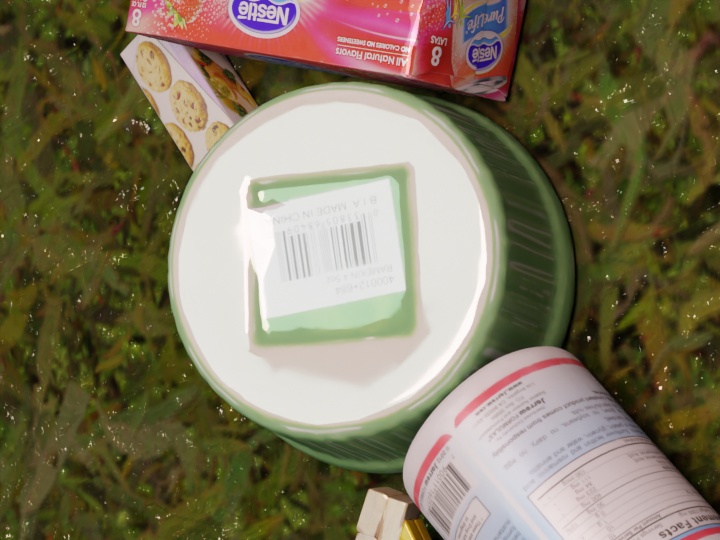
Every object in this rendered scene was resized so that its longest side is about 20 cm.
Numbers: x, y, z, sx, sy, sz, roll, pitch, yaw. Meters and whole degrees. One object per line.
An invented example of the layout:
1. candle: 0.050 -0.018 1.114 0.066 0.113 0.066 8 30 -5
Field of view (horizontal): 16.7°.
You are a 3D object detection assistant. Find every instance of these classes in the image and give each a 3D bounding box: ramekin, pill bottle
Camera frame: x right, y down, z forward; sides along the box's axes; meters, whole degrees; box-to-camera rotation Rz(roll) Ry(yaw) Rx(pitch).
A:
1. ramekin: 0.000 0.000 1.236 0.200 0.098 0.200 -3 81 19
2. pill bottle: 0.118 0.138 1.163 0.109 0.109 0.200 -52 60 21

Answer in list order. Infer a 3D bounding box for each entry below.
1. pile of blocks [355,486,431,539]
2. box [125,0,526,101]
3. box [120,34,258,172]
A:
1. pile of blocks: 0.061 0.198 1.235 0.082 0.062 0.200 -24 80 20
2. box: -0.017 -0.155 1.296 0.200 0.095 0.100 13 94 36
3. box: -0.066 -0.060 1.360 0.041 0.039 0.200 -45 62 26
